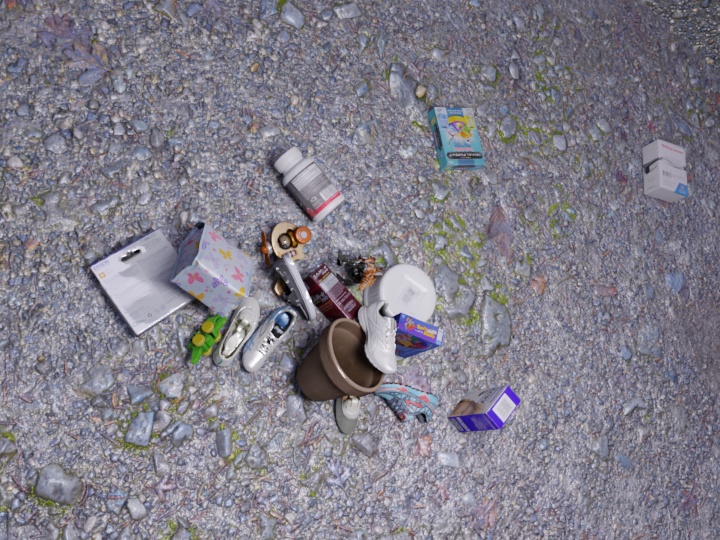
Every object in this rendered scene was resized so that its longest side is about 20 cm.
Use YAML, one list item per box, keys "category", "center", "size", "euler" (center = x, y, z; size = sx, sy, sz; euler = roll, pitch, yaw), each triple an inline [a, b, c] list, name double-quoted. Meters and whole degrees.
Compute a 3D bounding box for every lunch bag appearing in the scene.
- category: "lunch bag"
  center: [-0.361, -0.012, 1.588]
  size: [0.169, 0.127, 0.201]
  euler: [40, 29, -30]

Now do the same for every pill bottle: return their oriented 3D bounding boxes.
- category: "pill bottle"
  center: [-0.146, -0.241, 1.779]
  size: [0.111, 0.111, 0.200]
  euler: [-42, 95, -28]

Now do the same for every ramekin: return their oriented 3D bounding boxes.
- category: "ramekin"
  center: [0.117, 0.078, 1.815]
  size: [0.199, 0.098, 0.202]
  euler: [7, 72, -23]

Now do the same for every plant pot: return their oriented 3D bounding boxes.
- category: "plant pot"
  center: [-0.064, 0.249, 1.622]
  size: [0.200, 0.174, 0.201]
  euler: [35, 35, -29]

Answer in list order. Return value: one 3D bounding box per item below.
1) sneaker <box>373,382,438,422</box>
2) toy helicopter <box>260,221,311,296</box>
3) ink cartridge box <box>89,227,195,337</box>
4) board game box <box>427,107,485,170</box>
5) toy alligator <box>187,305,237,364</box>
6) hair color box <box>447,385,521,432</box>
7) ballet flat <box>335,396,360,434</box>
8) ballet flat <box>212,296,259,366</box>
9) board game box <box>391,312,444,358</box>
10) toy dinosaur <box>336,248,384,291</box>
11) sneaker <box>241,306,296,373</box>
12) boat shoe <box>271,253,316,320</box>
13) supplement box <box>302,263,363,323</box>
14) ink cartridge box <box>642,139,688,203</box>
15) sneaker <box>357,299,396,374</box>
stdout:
- category: "sneaker"
  center: [0.121, 0.363, 1.746]
  size: [0.199, 0.079, 0.096]
  euler: [20, 70, -18]
- category: "toy helicopter"
  center: [-0.211, -0.032, 1.712]
  size: [0.131, 0.079, 0.202]
  euler: [7, 85, -29]
- category: "ink cartridge box"
  center: [-0.520, 0.028, 1.568]
  size: [0.196, 0.043, 0.201]
  euler: [-35, 89, -30]
- category: "board game box"
  center: [0.312, -0.428, 2.081]
  size: [0.150, 0.047, 0.201]
  euler: [-6, 77, -26]
- category: "toy alligator"
  center: [-0.376, 0.144, 1.597]
  size: [0.054, 0.059, 0.201]
  euler: [17, 60, 25]
- category: "hair color box"
  center: [0.338, 0.383, 1.770]
  size: [0.065, 0.200, 0.109]
  euler: [48, 62, -3]
- category: "ballet flat"
  center: [-0.026, 0.328, 1.696]
  size: [0.067, 0.064, 0.201]
  euler: [11, 71, -23]
- category: "ballet flat"
  center: [-0.304, 0.151, 1.618]
  size: [0.069, 0.069, 0.201]
  euler: [33, 64, -13]
- category: "board game box"
  center: [0.116, 0.178, 1.727]
  size: [0.134, 0.200, 0.045]
  euler: [24, 65, -17]
- category: "toy dinosaur"
  center: [0.000, 0.000, 1.751]
  size: [0.135, 0.200, 0.103]
  euler: [7, 93, -1]
- category: "sneaker"
  center: [-0.235, 0.172, 1.641]
  size: [0.072, 0.072, 0.200]
  euler: [40, 64, -11]
- category: "boat shoe"
  center: [-0.177, 0.054, 1.680]
  size: [0.066, 0.070, 0.201]
  euler: [-27, 119, -12]
- category: "supplement box"
  center: [-0.068, 0.084, 1.722]
  size: [0.200, 0.109, 0.061]
  euler: [49, 62, -4]
- category: "ink cartridge box"
  center: [1.155, -0.376, 2.433]
  size: [0.144, 0.084, 0.201]
  euler: [13, 71, -21]
- category: "sneaker"
  center: [0.054, 0.164, 1.615]
  size: [0.074, 0.087, 0.201]
  euler: [12, 51, -46]
